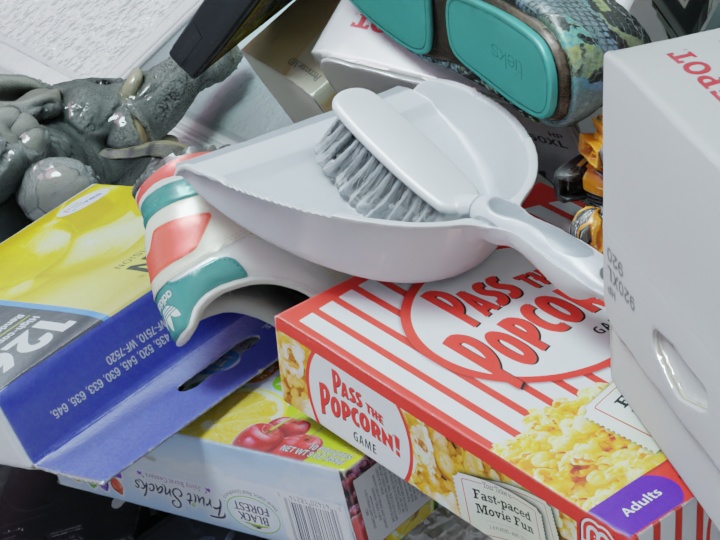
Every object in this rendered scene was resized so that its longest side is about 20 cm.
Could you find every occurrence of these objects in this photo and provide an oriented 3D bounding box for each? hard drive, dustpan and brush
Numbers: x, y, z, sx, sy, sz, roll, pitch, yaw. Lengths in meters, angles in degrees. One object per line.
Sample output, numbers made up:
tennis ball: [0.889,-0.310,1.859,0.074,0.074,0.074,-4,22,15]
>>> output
hard drive: [-0.140,0.085,1.099,0.140,0.038,0.200,-19,39,27]
dustpan and brush: [0.035,-0.027,0.854,0.139,0.057,0.200,-22,50,-34]

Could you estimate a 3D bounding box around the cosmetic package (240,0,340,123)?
cosmetic package: [0.042,-0.151,1.178,0.200,0.071,0.105,-43,33,-8]

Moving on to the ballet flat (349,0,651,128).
ballet flat: [0.054,-0.120,0.929,0.074,0.074,0.200,-42,47,-5]

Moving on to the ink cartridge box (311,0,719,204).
ink cartridge box: [0.090,-0.144,1.017,0.145,0.084,0.200,17,67,32]

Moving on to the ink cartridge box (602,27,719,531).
ink cartridge box: [0.200,-0.004,0.719,0.200,0.145,0.147,-13,32,-13]

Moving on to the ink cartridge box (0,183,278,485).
ink cartridge box: [-0.121,0.021,0.979,0.200,0.047,0.198,2,28,43]

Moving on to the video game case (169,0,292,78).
video game case: [-0.003,-0.202,1.125,0.181,0.026,0.200,-44,0,-38]

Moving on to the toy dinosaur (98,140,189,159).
toy dinosaur: [-0.047,-0.033,1.118,0.088,0.048,0.200,-18,41,-35]

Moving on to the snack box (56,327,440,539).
snack box: [-0.030,0.058,0.959,0.200,0.053,0.142,8,32,41]

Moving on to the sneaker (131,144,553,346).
sneaker: [0.000,0.000,0.938,0.070,0.200,0.093,126,141,-59]

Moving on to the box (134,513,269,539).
box: [-0.083,0.197,0.905,0.160,0.044,0.200,-36,33,5]

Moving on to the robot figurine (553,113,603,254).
robot figurine: [0.179,-0.043,0.867,0.200,0.058,0.145,-12,30,-14]

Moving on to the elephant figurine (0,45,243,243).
elephant figurine: [-0.176,-0.063,1.256,0.200,0.155,0.142,-72,2,-55]

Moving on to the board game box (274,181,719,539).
board game box: [0.086,0.044,0.838,0.151,0.046,0.200,-27,38,-32]
